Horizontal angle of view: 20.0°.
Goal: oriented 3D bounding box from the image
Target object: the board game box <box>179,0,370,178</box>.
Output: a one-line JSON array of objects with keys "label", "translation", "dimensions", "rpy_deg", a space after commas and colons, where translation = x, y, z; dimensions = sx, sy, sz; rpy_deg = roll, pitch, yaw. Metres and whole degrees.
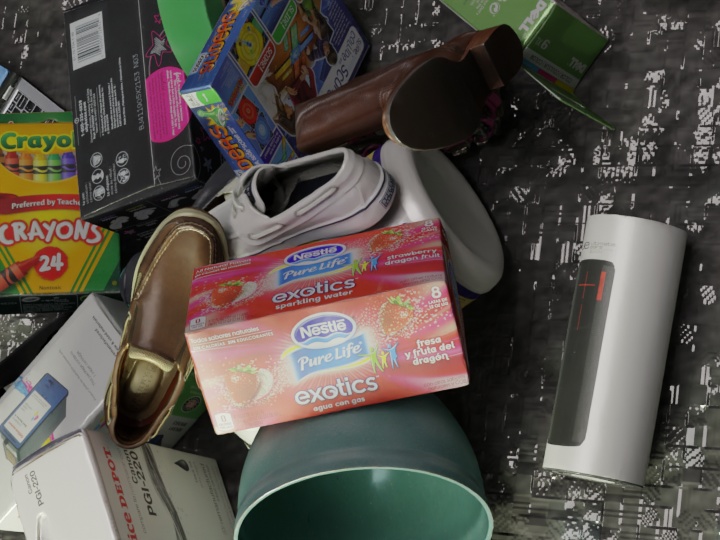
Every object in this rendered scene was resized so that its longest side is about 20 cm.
[{"label": "board game box", "translation": [-0.066, -0.167, 1.682], "dimensions": [0.034, 0.136, 0.201], "rpy_deg": [-8, 41, 34]}]

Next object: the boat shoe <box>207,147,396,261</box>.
[{"label": "boat shoe", "translation": [-0.066, -0.055, 1.587], "dimensions": [0.199, 0.065, 0.074], "rpy_deg": [-20, 47, 34]}]

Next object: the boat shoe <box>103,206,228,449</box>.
[{"label": "boat shoe", "translation": [-0.152, 0.052, 1.595], "dimensions": [0.074, 0.075, 0.203], "rpy_deg": [15, 115, -4]}]

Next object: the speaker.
[{"label": "speaker", "translation": [0.195, 0.060, 1.557], "dimensions": [0.081, 0.081, 0.202], "rpy_deg": [7, 82, 32]}]

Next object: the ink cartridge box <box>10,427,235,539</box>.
[{"label": "ink cartridge box", "translation": [-0.181, 0.220, 1.670], "dimensions": [0.085, 0.200, 0.146], "rpy_deg": [-31, 65, 22]}]

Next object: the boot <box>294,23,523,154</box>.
[{"label": "boot", "translation": [0.007, -0.119, 1.571], "dimensions": [0.199, 0.186, 0.065], "rpy_deg": [-13, 104, 39]}]

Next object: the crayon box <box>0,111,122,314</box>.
[{"label": "crayon box", "translation": [-0.280, -0.062, 1.840], "dimensions": [0.126, 0.051, 0.201], "rpy_deg": [-2, 67, -7]}]

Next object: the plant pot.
[{"label": "plant pot", "translation": [-0.002, 0.149, 1.599], "dimensions": [0.199, 0.200, 0.135], "rpy_deg": [-24, 49, 24]}]

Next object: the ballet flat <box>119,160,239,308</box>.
[{"label": "ballet flat", "translation": [-0.115, -0.033, 1.696], "dimensions": [0.200, 0.073, 0.073], "rpy_deg": [-44, 59, -6]}]

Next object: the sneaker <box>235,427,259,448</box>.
[{"label": "sneaker", "translation": [-0.104, 0.071, 1.737], "dimensions": [0.075, 0.088, 0.201], "rpy_deg": [-17, 46, 5]}]

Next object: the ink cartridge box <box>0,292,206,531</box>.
[{"label": "ink cartridge box", "translation": [-0.232, 0.130, 1.754], "dimensions": [0.200, 0.145, 0.088], "rpy_deg": [-46, 62, 12]}]

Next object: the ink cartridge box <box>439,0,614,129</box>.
[{"label": "ink cartridge box", "translation": [0.131, -0.202, 1.642], "dimensions": [0.200, 0.104, 0.059], "rpy_deg": [44, 102, 31]}]

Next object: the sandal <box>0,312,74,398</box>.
[{"label": "sandal", "translation": [-0.299, 0.098, 1.795], "dimensions": [0.048, 0.200, 0.075], "rpy_deg": [47, 122, -3]}]

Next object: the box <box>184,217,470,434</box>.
[{"label": "box", "translation": [-0.024, 0.041, 1.527], "dimensions": [0.198, 0.096, 0.100], "rpy_deg": [-11, 29, 6]}]

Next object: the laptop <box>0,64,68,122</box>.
[{"label": "laptop", "translation": [-0.382, -0.105, 1.917], "dimensions": [0.200, 0.116, 0.188], "rpy_deg": [37, 99, 32]}]

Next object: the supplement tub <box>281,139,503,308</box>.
[{"label": "supplement tub", "translation": [0.000, 0.000, 1.648], "dimensions": [0.199, 0.145, 0.146], "rpy_deg": [-34, 63, 20]}]

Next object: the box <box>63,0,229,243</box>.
[{"label": "box", "translation": [-0.174, -0.141, 1.803], "dimensions": [0.131, 0.115, 0.201], "rpy_deg": [-17, 69, 28]}]

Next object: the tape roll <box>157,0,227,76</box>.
[{"label": "tape roll", "translation": [-0.098, -0.241, 1.730], "dimensions": [0.048, 0.200, 0.202], "rpy_deg": [-6, 75, 30]}]

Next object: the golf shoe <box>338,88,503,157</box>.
[{"label": "golf shoe", "translation": [0.033, -0.120, 1.710], "dimensions": [0.199, 0.073, 0.092], "rpy_deg": [-27, 41, 22]}]
